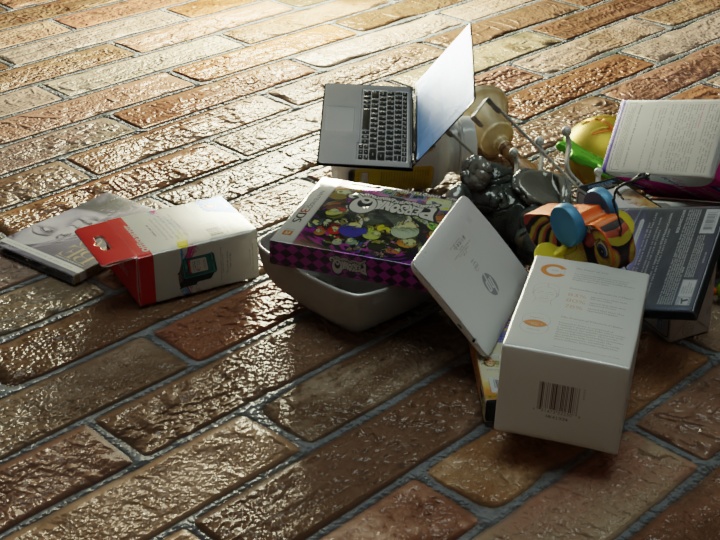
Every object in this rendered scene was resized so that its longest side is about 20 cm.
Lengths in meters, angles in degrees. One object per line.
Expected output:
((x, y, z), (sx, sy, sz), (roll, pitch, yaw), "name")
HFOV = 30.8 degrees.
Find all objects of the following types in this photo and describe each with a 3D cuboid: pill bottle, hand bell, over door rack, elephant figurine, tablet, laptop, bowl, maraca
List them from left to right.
((0.000, 0.000, 1.547), (0.198, 0.076, 0.199), (-24, 35, -37), "bowl")
((0.046, -0.233, 1.724), (0.196, 0.117, 0.189), (3, 41, 0), "laptop")
((0.059, -0.170, 1.826), (0.197, 0.114, 0.112), (-4, 28, -8), "pill bottle")
((0.127, 0.002, 1.453), (0.014, 0.131, 0.200), (-35, 8, 32), "tablet")
((0.213, -0.170, 1.885), (0.103, 0.105, 0.201), (-11, 42, -20), "hand bell")
((0.203, -0.159, 1.701), (0.198, 0.067, 0.147), (30, -18, -17), "over door rack")
((0.209, -0.056, 1.619), (0.198, 0.142, 0.157), (19, 70, 21), "elephant figurine")
((0.335, -0.154, 1.787), (0.136, 0.108, 0.200), (26, 19, 17), "maraca")

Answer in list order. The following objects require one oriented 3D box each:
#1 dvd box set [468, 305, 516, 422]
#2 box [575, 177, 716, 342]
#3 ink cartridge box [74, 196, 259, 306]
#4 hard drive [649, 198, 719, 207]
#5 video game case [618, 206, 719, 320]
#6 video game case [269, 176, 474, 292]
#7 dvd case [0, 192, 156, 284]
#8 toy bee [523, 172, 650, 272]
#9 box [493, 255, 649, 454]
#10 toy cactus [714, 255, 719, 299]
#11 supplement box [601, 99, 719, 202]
((0.193, 0.097, 1.411), (0.144, 0.030, 0.201), (0, 27, -2), "dvd box set")
((0.330, -0.016, 1.539), (0.059, 0.118, 0.200), (-14, 32, -21), "box")
((-0.236, -0.022, 1.591), (0.197, 0.068, 0.116), (-14, 30, -25), "ink cartridge box")
((0.412, -0.076, 1.660), (0.198, 0.027, 0.131), (-1, 7, -35), "hard drive")
((0.296, -0.011, 1.441), (0.198, 0.019, 0.144), (1, 53, 40), "video game case")
((0.017, -0.045, 1.516), (0.197, 0.036, 0.182), (10, 31, 16), "video game case")
((-0.348, -0.046, 1.691), (0.147, 0.016, 0.199), (20, 34, 31), "dvd case")
((0.248, -0.029, 1.406), (0.129, 0.110, 0.200), (-22, 3, -4), "toy bee")
((0.214, 0.078, 1.306), (0.122, 0.099, 0.200), (10, 29, 14), "box")
((0.468, -0.022, 1.591), (0.197, 0.104, 0.165), (-2, 16, 12), "toy cactus")
((0.410, -0.149, 1.619), (0.100, 0.105, 0.199), (20, -5, -29), "supplement box")
